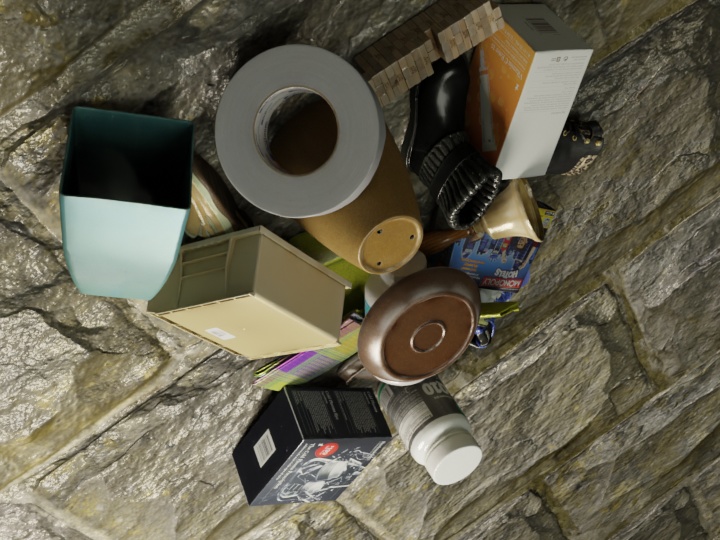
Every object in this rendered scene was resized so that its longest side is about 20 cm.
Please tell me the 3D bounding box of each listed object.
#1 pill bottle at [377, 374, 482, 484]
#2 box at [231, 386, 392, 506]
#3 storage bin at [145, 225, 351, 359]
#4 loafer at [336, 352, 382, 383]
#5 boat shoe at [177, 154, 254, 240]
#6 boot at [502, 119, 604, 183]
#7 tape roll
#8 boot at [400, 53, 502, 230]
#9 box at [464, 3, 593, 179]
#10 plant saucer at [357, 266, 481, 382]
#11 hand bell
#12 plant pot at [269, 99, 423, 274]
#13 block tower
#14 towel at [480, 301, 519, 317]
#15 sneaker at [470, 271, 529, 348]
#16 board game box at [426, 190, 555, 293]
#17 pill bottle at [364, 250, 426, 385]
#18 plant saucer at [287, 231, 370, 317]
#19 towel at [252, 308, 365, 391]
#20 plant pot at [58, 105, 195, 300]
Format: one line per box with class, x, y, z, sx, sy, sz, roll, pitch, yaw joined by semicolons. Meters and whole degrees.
pill bottle;0.118;0.258;1.788;0.112;0.201;0.114;-19;138;-18
box;-0.081;0.290;1.735;0.181;0.105;0.200;4;137;-38
storage bin;-0.151;0.039;1.418;0.197;0.095;0.200;-11;152;33
loafer;0.056;0.155;1.730;0.198;0.072;0.073;-13;163;-24
boat shoe;-0.198;-0.068;1.368;0.076;0.072;0.201;-21;139;8
boot;0.295;-0.213;1.552;0.149;0.073;0.201;-3;134;-31
tape roll;-0.071;-0.165;1.257;0.200;0.201;0.066;-43;178;10
boot;0.131;-0.177;1.409;0.079;0.158;0.213;-13;135;-24
box;0.214;-0.242;1.428;0.097;0.125;0.201;-8;133;-27
plant saucer;0.091;0.086;1.489;0.198;0.032;0.202;-16;132;-19
hand bell;0.154;-0.060;1.516;0.198;0.105;0.104;-19;144;21
plant pot;-0.004;-0.095;1.368;0.185;0.200;0.188;-18;136;-19
block tower;0.084;-0.291;1.350;0.199;0.058;0.054;-35;140;-3
towel;0.143;0.068;1.642;0.086;0.198;0.018;-21;104;-58
sneaker;0.202;0.067;1.727;0.198;0.115;0.081;-26;140;-11
board game box;0.181;-0.030;1.634;0.199;0.062;0.201;8;114;-38
pill bottle;0.061;0.064;1.552;0.110;0.111;0.201;-17;132;-19
plant saucer;0.000;0.000;1.578;0.198;0.048;0.201;-23;138;-13
towel;-0.062;0.127;1.630;0.199;0.023;0.143;-33;159;12
plant pot;-0.280;-0.065;1.241;0.140;0.142;0.201;6;140;-13
